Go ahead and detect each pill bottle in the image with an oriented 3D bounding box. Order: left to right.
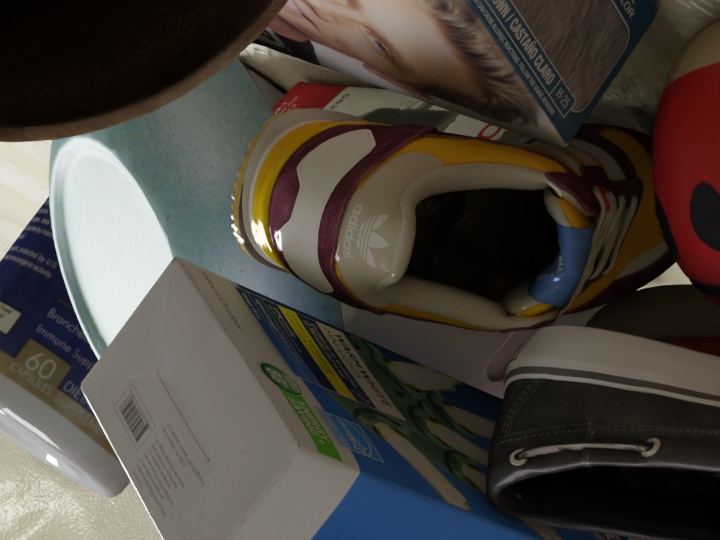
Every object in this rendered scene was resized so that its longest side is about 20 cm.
[{"bbox_3d":[-0.105,-0.002,1.009,0.111,0.200,0.111,32,166,9],"label":"pill bottle"}]

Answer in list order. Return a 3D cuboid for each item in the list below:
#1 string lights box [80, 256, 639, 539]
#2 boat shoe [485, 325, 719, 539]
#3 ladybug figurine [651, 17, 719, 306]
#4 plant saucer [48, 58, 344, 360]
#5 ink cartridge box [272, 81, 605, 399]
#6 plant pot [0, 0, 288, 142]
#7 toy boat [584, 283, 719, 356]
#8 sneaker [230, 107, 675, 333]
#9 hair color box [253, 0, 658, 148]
[{"bbox_3d":[0.014,0.076,0.700,0.200,0.059,0.103,25,-161,-41],"label":"string lights box"},{"bbox_3d":[0.130,0.069,0.625,0.199,0.066,0.070,14,151,19],"label":"boat shoe"},{"bbox_3d":[0.152,-0.017,0.613,0.136,0.072,0.200,40,166,-22],"label":"ladybug figurine"},{"bbox_3d":[-0.075,-0.003,0.794,0.201,0.039,0.202,40,140,45],"label":"plant saucer"},{"bbox_3d":[0.000,0.000,0.874,0.083,0.147,0.200,52,160,-26],"label":"ink cartridge box"},{"bbox_3d":[-0.124,-0.156,0.633,0.187,0.187,0.200,43,178,-32],"label":"plant pot"},{"bbox_3d":[0.147,0.092,0.816,0.130,0.131,0.200,0,159,9],"label":"toy boat"},{"bbox_3d":[0.058,-0.010,0.701,0.200,0.075,0.090,-3,-161,-38],"label":"sneaker"},{"bbox_3d":[-0.010,-0.115,0.699,0.200,0.061,0.100,22,162,42],"label":"hair color box"}]
